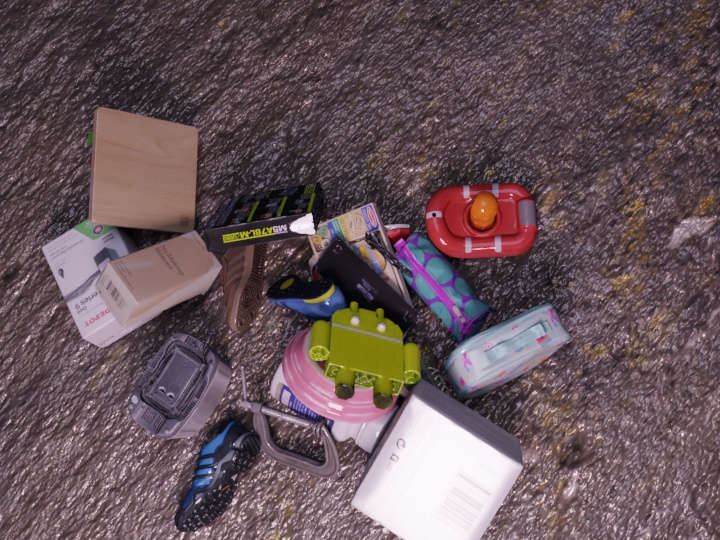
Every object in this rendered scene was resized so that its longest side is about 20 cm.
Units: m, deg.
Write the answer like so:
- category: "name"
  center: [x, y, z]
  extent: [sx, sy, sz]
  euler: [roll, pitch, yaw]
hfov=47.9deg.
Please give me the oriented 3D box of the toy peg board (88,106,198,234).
- category: "toy peg board"
  center: [-0.412, -0.173, 1.492]
  extent: [0.097, 0.197, 0.204]
  euler: [-5, 82, 50]

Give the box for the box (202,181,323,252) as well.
- category: "box"
  center: [-0.165, -0.096, 1.422]
  extent: [0.189, 0.201, 0.048]
  euler: [-7, 110, 3]

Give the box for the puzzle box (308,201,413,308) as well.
- category: "puzzle box"
  center: [0.000, 0.000, 1.392]
  extent: [0.131, 0.025, 0.204]
  euler: [-20, 93, 16]

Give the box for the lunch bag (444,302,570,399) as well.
- category: "lunch bag"
  center: [0.236, 0.127, 1.307]
  extent: [0.197, 0.161, 0.078]
  euler: [-26, 71, -10]

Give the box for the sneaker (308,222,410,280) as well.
- category: "sneaker"
  center: [0.006, -0.022, 1.442]
  extent: [0.197, 0.077, 0.086]
  euler: [-25, 83, 11]

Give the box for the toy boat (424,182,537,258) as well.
- category: "toy boat"
  center: [0.209, -0.097, 1.397]
  extent: [0.195, 0.131, 0.133]
  euler: [-3, 73, 6]

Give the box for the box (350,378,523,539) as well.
- category: "box"
  center: [0.120, 0.311, 1.253]
  extent: [0.198, 0.131, 0.201]
  euler: [31, 98, 6]

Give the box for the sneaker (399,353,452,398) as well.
- category: "sneaker"
  center: [0.110, 0.183, 1.362]
  extent: [0.198, 0.067, 0.091]
  euler: [30, 85, 18]

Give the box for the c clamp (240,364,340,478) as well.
- category: "c clamp"
  center: [-0.119, 0.260, 1.330]
  extent: [0.197, 0.174, 0.027]
  euler: [17, 32, 25]

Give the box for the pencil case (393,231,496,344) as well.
- category: "pencil case"
  center: [0.137, 0.029, 1.392]
  extent: [0.085, 0.092, 0.200]
  euler: [-46, 71, 11]

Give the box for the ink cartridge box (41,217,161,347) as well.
- category: "ink cartridge box"
  center: [-0.467, 0.014, 1.480]
  extent: [0.144, 0.084, 0.202]
  euler: [-31, 73, -2]

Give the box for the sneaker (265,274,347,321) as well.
- category: "sneaker"
  center: [-0.093, 0.057, 1.400]
  extent: [0.198, 0.079, 0.066]
  euler: [5, 45, 52]

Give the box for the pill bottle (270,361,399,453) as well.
- category: "pill bottle"
  center: [-0.040, 0.211, 1.349]
  extent: [0.198, 0.120, 0.121]
  euler: [32, 80, 15]

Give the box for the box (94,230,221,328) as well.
- category: "box"
  center: [-0.347, 0.012, 1.405]
  extent: [0.095, 0.199, 0.078]
  euler: [49, 130, 9]

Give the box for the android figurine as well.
- category: "android figurine"
  center: [0.008, 0.124, 1.262]
  extent: [0.178, 0.042, 0.202]
  euler: [16, 37, -8]

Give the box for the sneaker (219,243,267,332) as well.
- category: "sneaker"
  center: [-0.220, 0.013, 1.467]
  extent: [0.074, 0.070, 0.204]
  euler: [1, 68, 25]

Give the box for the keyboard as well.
- category: "keyboard"
  center: [0.025, 0.017, 1.363]
  extent: [0.200, 0.021, 0.127]
  euler: [43, 108, 5]

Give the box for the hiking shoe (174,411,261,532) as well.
- category: "hiking shoe"
  center: [-0.250, 0.347, 1.374]
  extent: [0.086, 0.074, 0.201]
  euler: [32, 81, 40]

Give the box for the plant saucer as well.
- category: "plant saucer"
  center: [-0.025, 0.150, 1.287]
  extent: [0.196, 0.051, 0.202]
  euler: [15, 35, -10]

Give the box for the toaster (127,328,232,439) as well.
- category: "toaster"
  center: [-0.298, 0.193, 1.383]
  extent: [0.112, 0.129, 0.202]
  euler: [28, 80, 13]
